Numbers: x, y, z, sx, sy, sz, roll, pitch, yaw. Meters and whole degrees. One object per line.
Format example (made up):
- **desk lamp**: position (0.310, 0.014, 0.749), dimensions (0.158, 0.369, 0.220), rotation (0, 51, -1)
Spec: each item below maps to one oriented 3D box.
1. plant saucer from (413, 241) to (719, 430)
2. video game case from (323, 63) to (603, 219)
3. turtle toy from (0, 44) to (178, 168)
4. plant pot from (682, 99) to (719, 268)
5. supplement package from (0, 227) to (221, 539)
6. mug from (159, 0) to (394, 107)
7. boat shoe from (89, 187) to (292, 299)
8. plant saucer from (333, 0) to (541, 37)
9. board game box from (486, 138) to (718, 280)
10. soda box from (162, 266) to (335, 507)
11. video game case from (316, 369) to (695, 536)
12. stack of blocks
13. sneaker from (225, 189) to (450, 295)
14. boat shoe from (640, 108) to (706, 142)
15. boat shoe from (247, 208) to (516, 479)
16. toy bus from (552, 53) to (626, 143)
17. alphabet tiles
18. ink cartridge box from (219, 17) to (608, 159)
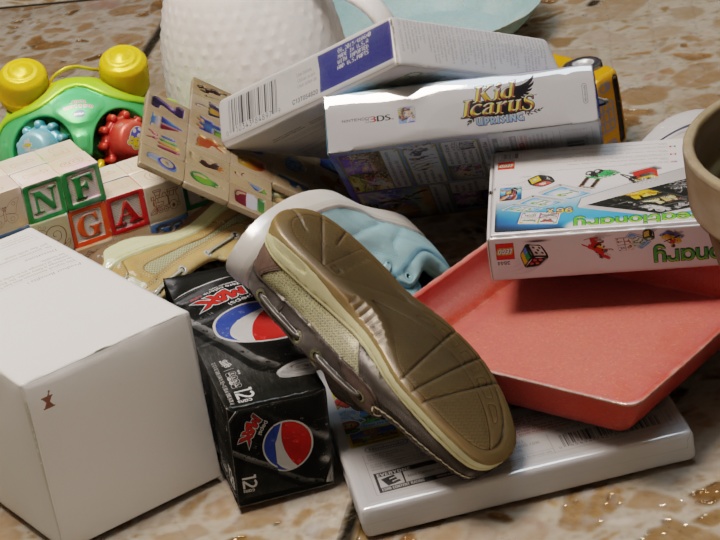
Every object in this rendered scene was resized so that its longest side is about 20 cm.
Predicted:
- **plant saucer**: position (0.134, 0.034, 1.471), dimensions (0.199, 0.037, 0.199), rotation (13, 32, 35)
- **video game case**: position (0.077, -0.086, 1.655), dimensions (0.180, 0.046, 0.200), rotation (-8, -13, 6)
- **turtle toy**: position (-0.184, -0.085, 1.790), dimensions (0.199, 0.146, 0.101), rotation (-8, 46, -7)
- **plant pot**: position (0.291, -0.002, 1.377), dimensions (0.199, 0.174, 0.200), rotation (-7, 27, 3)
- **supplement package**: position (-0.193, 0.068, 1.480), dimensions (0.117, 0.118, 0.200), rotation (-23, 28, -28)
- **mug**: position (-0.059, -0.168, 1.851), dimensions (0.199, 0.176, 0.148), rotation (2, 28, 24)
- **boat shoe**: position (-0.097, 0.002, 1.642), dimensions (0.076, 0.072, 0.200), rotation (29, 39, 34)
- **plant saucer**: position (0.061, -0.211, 2.056), dimensions (0.200, 0.039, 0.201), rotation (-8, 25, 4)
- **board game box**: position (0.182, -0.043, 1.534), dimensions (0.199, 0.035, 0.126), rotation (-4, 28, 7)
- **soda box**: position (-0.072, 0.066, 1.494), dimensions (0.063, 0.071, 0.200), rotation (-11, 26, -12)
- **video game case**: position (0.082, 0.087, 1.453), dimensions (0.199, 0.023, 0.182), rotation (-13, 26, -5)
- **stack of blocks**: position (-0.197, -0.028, 1.684), dimensions (0.199, 0.116, 0.059), rotation (-19, 27, -19)
- **sneaker**: position (0.000, 0.000, 1.534), dimensions (0.082, 0.074, 0.200), rotation (41, 24, 29)
- **boat shoe**: position (0.200, -0.046, 1.630), dimensions (0.200, 0.072, 0.066), rotation (-27, 36, -31)
- **boat shoe**: position (0.011, 0.050, 1.399), dimensions (0.073, 0.065, 0.200), rotation (-16, 59, -47)
- **toy bus**: position (0.109, -0.133, 1.844), dimensions (0.078, 0.065, 0.200), rotation (-29, 31, -33)
- **alphabet tiles**: position (-0.079, -0.080, 1.706), dimensions (0.167, 0.008, 0.200), rotation (24, 22, -13)
- **ink cartridge box**: position (0.037, -0.120, 1.683), dimensions (0.199, 0.041, 0.199), rotation (6, -18, -40)
